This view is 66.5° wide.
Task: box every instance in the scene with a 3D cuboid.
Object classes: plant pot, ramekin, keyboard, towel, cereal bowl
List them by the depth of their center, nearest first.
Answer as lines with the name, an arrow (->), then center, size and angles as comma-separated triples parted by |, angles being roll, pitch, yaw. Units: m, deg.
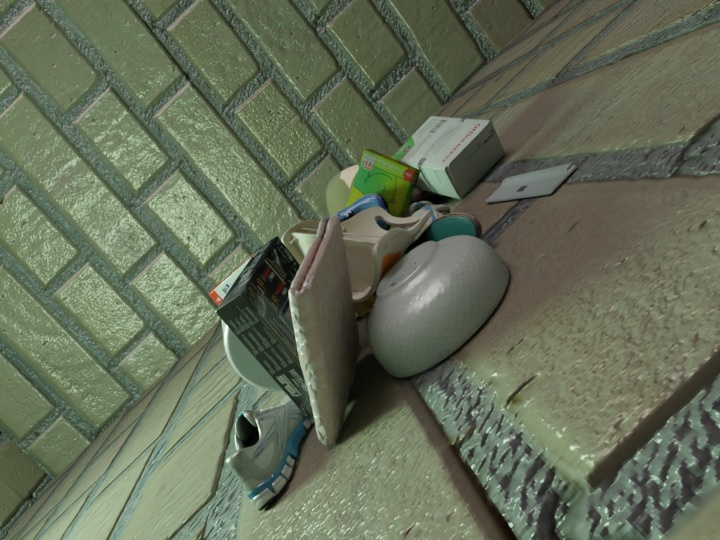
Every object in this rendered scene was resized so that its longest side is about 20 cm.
towel -> -0.039, 0.064, 0.660 | 0.031, 0.206, 0.193 | -4, 29, 11
cereal bowl -> 0.079, 0.027, 0.667 | 0.199, 0.084, 0.201 | -40, 12, 10
keyboard -> 0.250, -0.127, 0.830 | 0.057, 0.011, 0.200 | -50, 11, -6
ramekin -> -0.128, 0.091, 0.881 | 0.199, 0.201, 0.098 | -41, 18, 3
plant pot -> 0.022, -0.111, 1.186 | 0.198, 0.197, 0.138 | -33, 49, 39

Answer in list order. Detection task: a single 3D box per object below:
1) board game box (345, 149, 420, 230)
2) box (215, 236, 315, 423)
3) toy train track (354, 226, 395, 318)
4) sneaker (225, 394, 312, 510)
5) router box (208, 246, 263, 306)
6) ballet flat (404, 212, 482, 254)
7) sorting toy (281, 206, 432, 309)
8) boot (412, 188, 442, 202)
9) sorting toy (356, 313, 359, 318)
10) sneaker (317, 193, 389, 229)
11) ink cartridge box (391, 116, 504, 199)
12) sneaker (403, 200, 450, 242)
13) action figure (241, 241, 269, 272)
board game box -> 0.025, -0.099, 0.982 | 0.206, 0.099, 0.047 | -71, -14, 16
box -> -0.089, 0.076, 0.746 | 0.049, 0.202, 0.159 | -29, 20, 24
toy train track -> 0.000, 0.000, 0.937 | 0.200, 0.115, 0.033 | -46, 4, 14
sneaker -> -0.116, 0.200, 0.708 | 0.075, 0.087, 0.201 | -39, 10, 17
router box -> -0.212, 0.076, 1.204 | 0.178, 0.201, 0.049 | -33, 12, 36
ballet flat -> 0.118, -0.036, 0.822 | 0.066, 0.070, 0.198 | -14, -9, -41
sorting toy -> 0.017, -0.045, 0.813 | 0.196, 0.109, 0.180 | 9, 40, 44
boot -> 0.160, -0.213, 1.312 | 0.199, 0.063, 0.190 | -33, 28, 56
sorting toy -> -0.048, -0.010, 1.041 | 0.186, 0.195, 0.037 | -53, -22, -45
sneaker -> -0.035, -0.059, 0.937 | 0.197, 0.080, 0.089 | -34, -3, 20
ink cartridge box -> 0.177, -0.239, 1.145 | 0.146, 0.085, 0.199 | -45, 32, -10
sneaker -> 0.124, -0.080, 0.962 | 0.078, 0.079, 0.200 | -12, 14, 14
action figure -> -0.128, 0.062, 0.970 | 0.054, 0.201, 0.118 | -39, -2, -41
